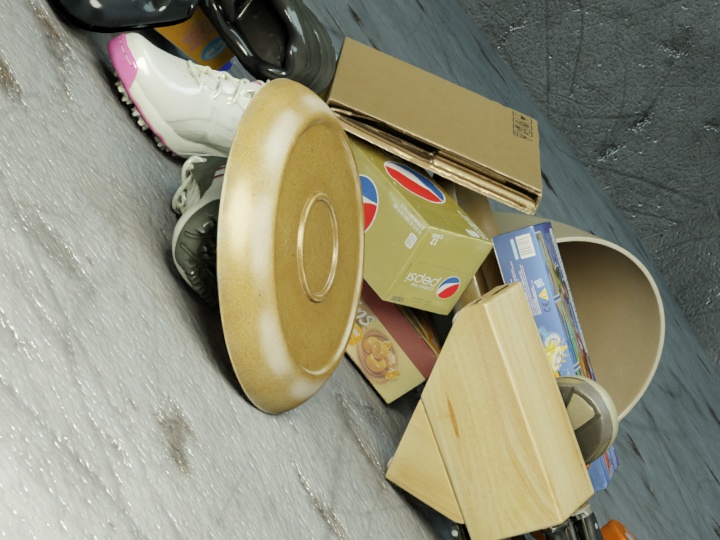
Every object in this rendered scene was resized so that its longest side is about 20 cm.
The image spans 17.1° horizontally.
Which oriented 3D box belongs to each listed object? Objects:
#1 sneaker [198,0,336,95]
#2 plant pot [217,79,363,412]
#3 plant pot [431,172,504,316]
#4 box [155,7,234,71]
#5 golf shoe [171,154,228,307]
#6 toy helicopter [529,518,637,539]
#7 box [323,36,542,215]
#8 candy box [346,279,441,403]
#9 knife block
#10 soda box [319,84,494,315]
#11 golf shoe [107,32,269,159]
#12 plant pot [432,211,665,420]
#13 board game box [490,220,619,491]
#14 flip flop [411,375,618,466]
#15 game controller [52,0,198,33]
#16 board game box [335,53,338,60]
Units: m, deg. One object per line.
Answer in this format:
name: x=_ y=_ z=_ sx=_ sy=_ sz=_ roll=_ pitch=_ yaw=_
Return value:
sneaker: x=-0.089 y=-0.206 z=1.641 sx=0.200 sy=0.076 sz=0.091 roll=51 pitch=7 yaw=7
plant pot: x=-0.036 y=-0.014 z=1.431 sx=0.200 sy=0.027 sz=0.200 roll=2 pitch=90 yaw=-70
plant pot: x=0.087 y=0.008 z=1.741 sx=0.200 sy=0.027 sz=0.200 roll=-17 pitch=90 yaw=-79
box: x=-0.156 y=-0.224 z=1.722 sx=0.200 sy=0.041 sz=0.119 roll=35 pitch=21 yaw=-37
golf shoe: x=-0.086 y=-0.030 z=1.485 sx=0.088 sy=0.077 sz=0.200 roll=27 pitch=13 yaw=12
toy helicopter: x=0.156 y=0.190 z=1.857 sx=0.200 sy=0.079 sz=0.132 roll=52 pitch=11 yaw=25
box: x=0.053 y=-0.108 z=1.717 sx=0.163 sy=0.021 sz=0.200 roll=23 pitch=18 yaw=-4
candy box: x=0.000 y=0.000 z=1.769 sx=0.115 sy=0.055 sz=0.200 roll=52 pitch=12 yaw=-23
knife block: x=0.115 y=0.132 z=1.567 sx=0.175 sy=0.200 sz=0.064 roll=30 pitch=24 yaw=16
soda box: x=0.004 y=-0.056 z=1.671 sx=0.068 sy=0.064 sz=0.200 roll=14 pitch=26 yaw=-43
golf shoe: x=-0.090 y=-0.107 z=1.597 sx=0.200 sy=0.091 sz=0.075 roll=43 pitch=17 yaw=-45
plant pot: x=0.128 y=0.028 z=2.002 sx=0.187 sy=0.187 sz=0.200 roll=50 pitch=-2 yaw=-28
board game box: x=0.149 y=0.064 z=1.802 sx=0.135 sy=0.034 sz=0.200 roll=-12 pitch=86 yaw=-80
flip flop: x=0.111 y=0.109 z=1.656 sx=0.058 sy=0.200 sz=0.081 roll=-31 pitch=95 yaw=-40
game controller: x=-0.186 y=-0.238 z=1.587 sx=0.200 sy=0.104 sz=0.042 roll=59 pitch=-32 yaw=25
board game box: x=0.017 y=-0.074 z=1.819 sx=0.200 sy=0.034 sz=0.134 roll=61 pitch=9 yaw=21
